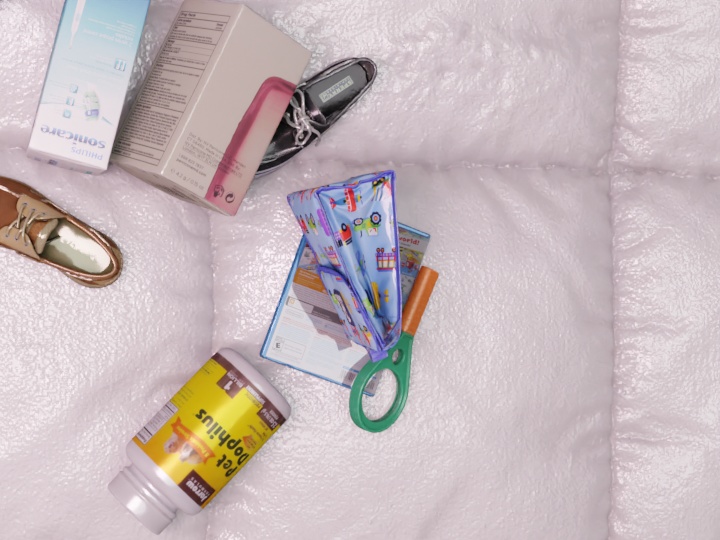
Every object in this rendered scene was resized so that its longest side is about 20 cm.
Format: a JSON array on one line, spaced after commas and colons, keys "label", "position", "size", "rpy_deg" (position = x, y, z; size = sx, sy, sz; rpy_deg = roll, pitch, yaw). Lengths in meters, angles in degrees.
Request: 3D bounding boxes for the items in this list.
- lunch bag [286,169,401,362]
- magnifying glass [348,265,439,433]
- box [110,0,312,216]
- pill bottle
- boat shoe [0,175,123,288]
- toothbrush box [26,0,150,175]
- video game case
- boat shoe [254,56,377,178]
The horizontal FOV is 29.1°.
[{"label": "lunch bag", "position": [0.000, 0.000, 1.513], "size": [0.094, 0.151, 0.201], "rpy_deg": [-15, 94, -14]}, {"label": "magnifying glass", "position": [0.042, 0.091, 1.598], "size": [0.080, 0.022, 0.200], "rpy_deg": [29, 82, -44]}, {"label": "box", "position": [-0.161, -0.176, 1.483], "size": [0.109, 0.128, 0.200], "rpy_deg": [30, 83, -38]}, {"label": "pill bottle", "position": [-0.177, 0.188, 1.509], "size": [0.109, 0.109, 0.200], "rpy_deg": [46, 80, -11]}, {"label": "boat shoe", "position": [-0.341, -0.045, 1.478], "size": [0.200, 0.074, 0.076], "rpy_deg": [25, 84, -14]}, {"label": "toothbrush box", "position": [-0.286, -0.207, 1.454], "size": [0.085, 0.146, 0.201], "rpy_deg": [16, 86, -14]}, {"label": "video game case", "position": [-0.017, 0.028, 1.597], "size": [0.143, 0.018, 0.201], "rpy_deg": [21, 86, -14]}, {"label": "boat shoe", "position": [-0.063, -0.172, 1.553], "size": [0.199, 0.068, 0.074], "rpy_deg": [-32, 99, -12]}]
